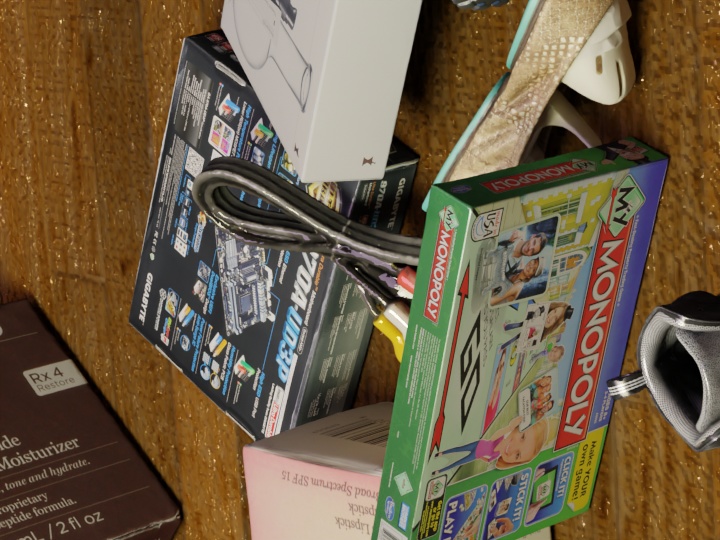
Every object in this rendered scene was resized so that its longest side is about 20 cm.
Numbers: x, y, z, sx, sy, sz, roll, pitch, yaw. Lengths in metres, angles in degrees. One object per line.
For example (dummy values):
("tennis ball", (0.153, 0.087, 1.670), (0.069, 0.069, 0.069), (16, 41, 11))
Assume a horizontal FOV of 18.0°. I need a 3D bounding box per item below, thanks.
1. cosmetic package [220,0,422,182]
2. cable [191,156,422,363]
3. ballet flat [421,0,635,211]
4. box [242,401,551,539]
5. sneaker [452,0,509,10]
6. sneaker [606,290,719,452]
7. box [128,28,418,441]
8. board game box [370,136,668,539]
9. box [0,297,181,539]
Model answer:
("cosmetic package", (-0.015, -0.168, 1.140), (0.151, 0.051, 0.201), (-121, 34, -46))
("cable", (0.000, 0.000, 1.163), (0.200, 0.050, 0.097), (31, 147, 1))
("ballet flat", (0.094, -0.086, 1.088), (0.065, 0.071, 0.200), (31, 131, 7))
("box", (0.024, 0.182, 1.202), (0.128, 0.109, 0.201), (6, 105, 48))
("sneaker", (0.070, -0.219, 1.056), (0.085, 0.077, 0.200), (56, 136, 28))
("sneaker", (0.195, 0.033, 0.952), (0.200, 0.114, 0.076), (-16, 89, 50))
("box", (-0.055, -0.014, 1.284), (0.159, 0.046, 0.201), (39, 128, 35))
("board game box", (0.074, 0.042, 1.082), (0.029, 0.134, 0.201), (33, 125, 39))
("box", (-0.253, 0.157, 1.474), (0.200, 0.166, 0.164), (51, 135, 26))
